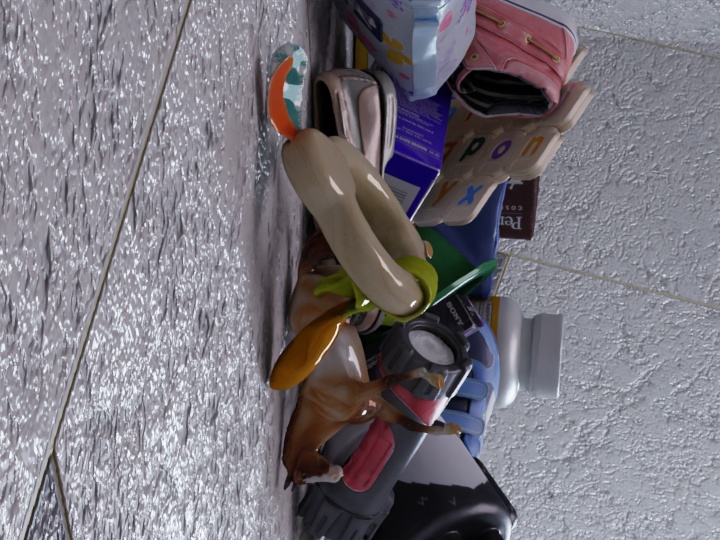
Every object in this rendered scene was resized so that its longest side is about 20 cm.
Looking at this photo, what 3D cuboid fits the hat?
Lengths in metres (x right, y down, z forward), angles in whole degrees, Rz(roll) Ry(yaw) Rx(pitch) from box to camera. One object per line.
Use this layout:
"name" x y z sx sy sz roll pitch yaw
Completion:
"hat" 0.018 -0.030 1.804 0.176 0.200 0.166 53 -8 6

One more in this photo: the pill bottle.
"pill bottle" 0.101 0.079 1.925 0.113 0.199 0.114 4 90 -84

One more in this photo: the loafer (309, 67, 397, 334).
"loafer" -0.015 -0.052 1.451 0.063 0.072 0.201 0 93 -42

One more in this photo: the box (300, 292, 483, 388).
"box" 0.030 0.068 1.560 0.036 0.143 0.200 58 3 3

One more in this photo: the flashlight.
"flashlight" 0.013 0.123 1.453 0.068 0.068 0.200 -8 139 -45

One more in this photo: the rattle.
"rattle" -0.048 -0.036 1.257 0.200 0.142 0.131 46 37 -35

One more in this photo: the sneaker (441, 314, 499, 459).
"sneaker" 0.088 0.136 1.804 0.082 0.073 0.201 -23 120 -83

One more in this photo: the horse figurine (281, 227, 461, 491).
"horse figurine" -0.005 0.051 1.371 0.050 0.132 0.201 -20 101 -65

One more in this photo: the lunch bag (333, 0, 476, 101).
"lunch bag" 0.034 -0.250 1.458 0.170 0.126 0.201 81 4 -73

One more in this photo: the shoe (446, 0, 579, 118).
"shoe" 0.075 -0.188 1.555 0.072 0.199 0.091 108 1 -51

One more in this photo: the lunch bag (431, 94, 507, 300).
"lunch bag" 0.073 -0.080 1.888 0.136 0.131 0.201 -84 179 -59

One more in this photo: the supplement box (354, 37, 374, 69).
"supplement box" 0.056 -0.269 1.718 0.110 0.108 0.201 -70 163 -70

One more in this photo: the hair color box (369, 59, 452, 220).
"hair color box" 0.026 -0.110 1.585 0.200 0.065 0.110 -81 -163 -51

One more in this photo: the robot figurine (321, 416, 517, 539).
"robot figurine" 0.048 0.194 1.600 0.200 0.125 0.150 55 1 39

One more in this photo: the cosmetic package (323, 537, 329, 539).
"cosmetic package" -0.005 0.323 1.611 0.200 0.084 0.108 -75 165 -59

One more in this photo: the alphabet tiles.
"alphabet tiles" 0.106 -0.109 1.603 0.015 0.200 0.196 45 66 -25

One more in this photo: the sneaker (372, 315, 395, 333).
"sneaker" 0.000 0.000 1.612 0.200 0.073 0.081 -74 149 -70

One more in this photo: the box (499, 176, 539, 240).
"box" 0.112 -0.160 2.057 0.164 0.165 0.201 -77 169 -62
